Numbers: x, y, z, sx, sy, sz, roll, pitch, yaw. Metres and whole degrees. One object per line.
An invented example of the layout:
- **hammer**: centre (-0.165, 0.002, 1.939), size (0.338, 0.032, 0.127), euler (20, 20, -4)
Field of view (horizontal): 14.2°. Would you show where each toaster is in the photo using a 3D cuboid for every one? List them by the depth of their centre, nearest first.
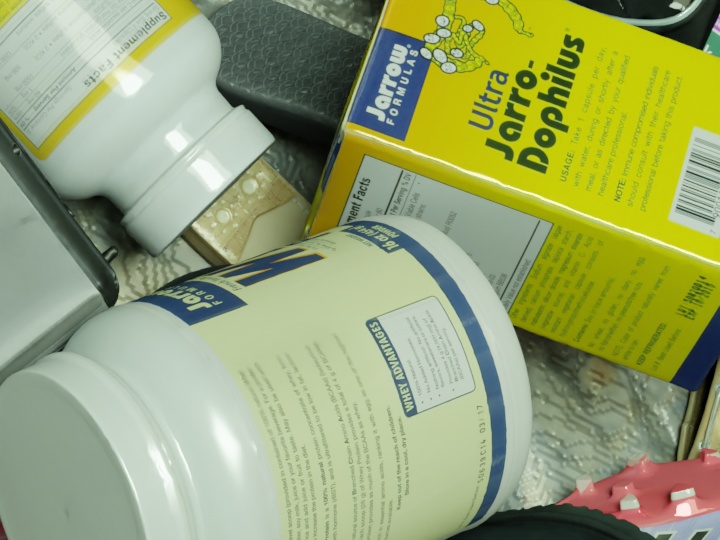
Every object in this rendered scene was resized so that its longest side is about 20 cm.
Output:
- **toaster**: centre (-0.205, -0.029, 1.262), size (0.119, 0.181, 0.200), euler (-40, 113, -10)

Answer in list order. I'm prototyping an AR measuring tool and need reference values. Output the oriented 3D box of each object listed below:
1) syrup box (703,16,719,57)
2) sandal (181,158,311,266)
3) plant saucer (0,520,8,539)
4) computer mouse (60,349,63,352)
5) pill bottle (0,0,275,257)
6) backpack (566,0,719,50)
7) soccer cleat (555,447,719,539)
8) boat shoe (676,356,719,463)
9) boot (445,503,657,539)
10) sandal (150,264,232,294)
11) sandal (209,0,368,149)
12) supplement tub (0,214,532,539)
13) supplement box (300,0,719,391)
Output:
- **syrup box**: centre (0.148, -0.064, 1.467), size (0.079, 0.081, 0.201), euler (33, 72, -12)
- **sandal**: centre (-0.003, 0.005, 1.405), size (0.211, 0.070, 0.078), euler (37, 70, -10)
- **plant saucer**: centre (-0.134, 0.198, 1.330), size (0.199, 0.051, 0.202), euler (4, 79, -20)
- **computer mouse**: centre (-0.044, 0.053, 1.336), size (0.199, 0.046, 0.141), euler (19, 105, -33)
- **pill bottle**: centre (-0.136, -0.105, 1.349), size (0.200, 0.112, 0.112), euler (46, 68, -2)
- **backpack**: centre (0.095, -0.190, 1.396), size (0.199, 0.151, 0.178), euler (24, 70, 8)
- **soccer cleat**: centre (0.115, 0.145, 1.422), size (0.199, 0.067, 0.077), euler (-16, 110, -15)
- **boat shoe**: centre (0.191, 0.014, 1.478), size (0.076, 0.072, 0.202), euler (5, 78, -7)
- **boot**: centre (0.022, 0.163, 1.277), size (0.168, 0.199, 0.077), euler (-30, 121, -47)
- **sandal**: centre (-0.109, 0.057, 1.357), size (0.199, 0.043, 0.077), euler (-21, 113, -17)
- **sandal**: centre (0.014, -0.072, 1.415), size (0.199, 0.043, 0.076), euler (30, 63, 14)
- **supplement tub**: centre (-0.042, 0.070, 1.225), size (0.199, 0.145, 0.146), euler (-20, 87, -34)
- **supplement box**: centre (0.088, -0.045, 1.312), size (0.199, 0.109, 0.110), euler (20, 60, -2)
